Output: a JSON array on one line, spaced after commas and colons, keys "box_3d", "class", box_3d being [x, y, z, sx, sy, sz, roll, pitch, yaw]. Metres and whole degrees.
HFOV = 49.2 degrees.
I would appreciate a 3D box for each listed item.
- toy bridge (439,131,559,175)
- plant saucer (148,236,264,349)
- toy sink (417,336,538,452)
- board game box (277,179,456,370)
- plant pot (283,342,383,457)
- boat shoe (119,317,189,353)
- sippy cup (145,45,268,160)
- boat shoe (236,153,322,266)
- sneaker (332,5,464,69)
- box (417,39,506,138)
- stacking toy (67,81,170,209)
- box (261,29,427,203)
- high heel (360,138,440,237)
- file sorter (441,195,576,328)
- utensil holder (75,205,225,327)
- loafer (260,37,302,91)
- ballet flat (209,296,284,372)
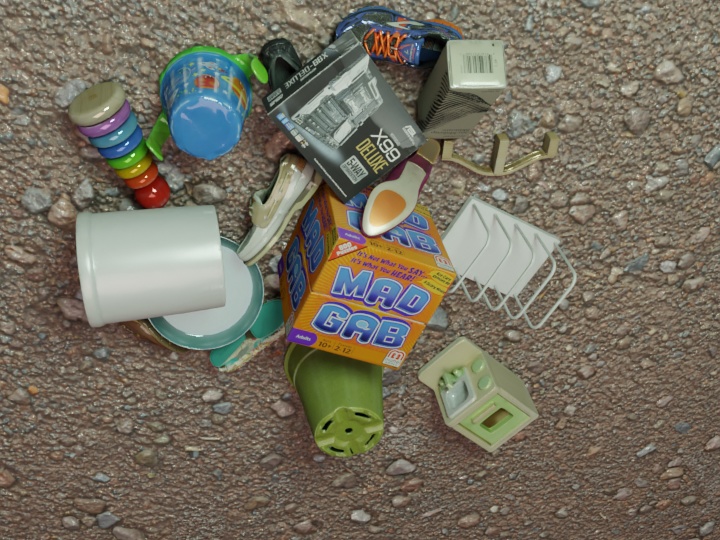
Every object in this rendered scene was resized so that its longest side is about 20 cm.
[{"box_3d": [0.225, -0.187, 1.273, 0.198, 0.027, 0.068, -2, 128, -9], "class": "toy bridge"}, {"box_3d": [-0.261, 0.034, 1.309, 0.198, 0.027, 0.202, -4, 109, -12], "class": "plant saucer"}, {"box_3d": [0.227, 0.244, 1.527, 0.130, 0.112, 0.200, -42, 122, 18], "class": "toy sink"}, {"box_3d": [0.000, 0.000, 1.256, 0.198, 0.201, 0.201, 17, 121, -21], "class": "board game box"}, {"box_3d": [-0.033, 0.226, 1.417, 0.198, 0.191, 0.201, -5, 127, -7], "class": "plant pot"}, {"box_3d": [-0.366, 0.077, 1.332, 0.067, 0.072, 0.200, -8, 144, 37], "class": "boat shoe"}, {"box_3d": [-0.216, -0.225, 1.099, 0.139, 0.131, 0.179, 13, 122, -18], "class": "sippy cup"}, {"box_3d": [-0.143, -0.099, 1.244, 0.068, 0.075, 0.200, 32, 107, -22], "class": "boat shoe"}, {"box_3d": [0.060, -0.324, 1.112, 0.198, 0.079, 0.076, 0, 125, -11], "class": "sneaker"}, {"box_3d": [0.138, -0.251, 1.112, 0.081, 0.069, 0.200, -2, 170, -6], "class": "box"}, {"box_3d": [-0.341, -0.172, 1.154, 0.085, 0.086, 0.201, -20, 133, 4], "class": "stacking toy"}, {"box_3d": [-0.019, -0.213, 1.119, 0.157, 0.050, 0.200, -35, 131, 9], "class": "box"}, {"box_3d": [0.050, -0.113, 1.195, 0.067, 0.201, 0.096, 32, 154, -5], "class": "high heel"}, {"box_3d": [0.243, -0.007, 1.345, 0.199, 0.125, 0.139, 22, 118, -23], "class": "file sorter"}, {"box_3d": [-0.311, -0.012, 1.182, 0.198, 0.170, 0.171, -7, 126, -14], "class": "utensil holder"}, {"box_3d": [-0.091, -0.238, 1.149, 0.068, 0.071, 0.201, -20, 126, 4], "class": "loafer"}, {"box_3d": [-0.184, 0.112, 1.394, 0.199, 0.076, 0.064, -34, 155, 19], "class": "ballet flat"}]
